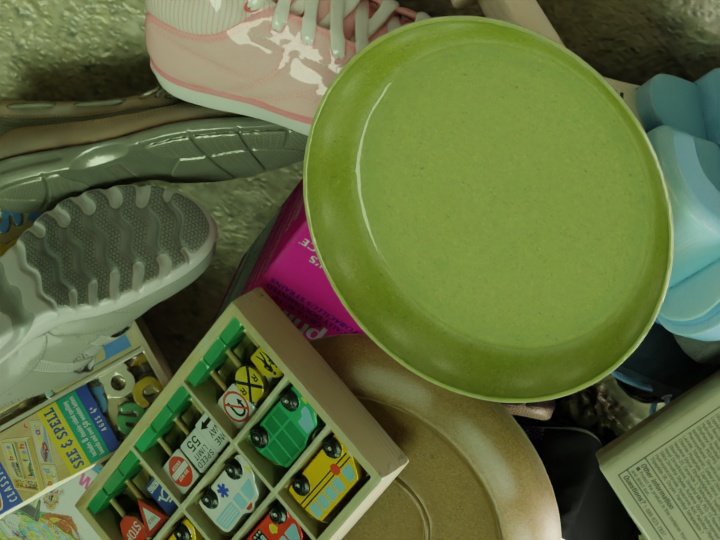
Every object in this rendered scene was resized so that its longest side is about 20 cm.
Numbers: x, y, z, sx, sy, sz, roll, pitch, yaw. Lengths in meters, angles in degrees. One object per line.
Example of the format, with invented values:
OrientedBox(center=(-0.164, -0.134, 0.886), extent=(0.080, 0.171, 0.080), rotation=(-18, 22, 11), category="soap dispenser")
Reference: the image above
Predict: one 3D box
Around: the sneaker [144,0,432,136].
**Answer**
OrientedBox(center=(-0.023, -0.126, 1.510), extent=(0.199, 0.076, 0.105), rotation=(11, 143, 18), category="sneaker")

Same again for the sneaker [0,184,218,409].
OrientedBox(center=(-0.162, 0.019, 1.623), extent=(0.199, 0.075, 0.082), rotation=(-26, 148, 13), category="sneaker")

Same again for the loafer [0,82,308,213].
OrientedBox(center=(-0.113, -0.081, 1.604), extent=(0.199, 0.063, 0.072), rotation=(-11, 158, 12), category="loafer")

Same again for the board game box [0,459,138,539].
OrientedBox(center=(-0.136, 0.191, 1.714), extent=(0.200, 0.034, 0.135), rotation=(36, 110, 15), category="board game box")

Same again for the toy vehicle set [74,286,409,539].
OrientedBox(center=(-0.068, 0.116, 1.605), extent=(0.124, 0.026, 0.200), rotation=(48, 131, 11), category="toy vehicle set")

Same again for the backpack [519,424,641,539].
OrientedBox(center=(0.049, 0.162, 1.731), extent=(0.199, 0.151, 0.178), rotation=(11, 151, 25), category="backpack")

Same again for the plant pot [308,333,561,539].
OrientedBox(center=(0.013, 0.129, 1.600), extent=(0.199, 0.027, 0.201), rotation=(15, 122, 24), category="plant pot")

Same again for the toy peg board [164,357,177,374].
OrientedBox(center=(-0.218, 0.074, 1.779), extent=(0.199, 0.098, 0.200), rotation=(-35, 118, 7), category="toy peg board")

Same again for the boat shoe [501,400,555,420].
OrientedBox(center=(0.083, 0.054, 1.608), extent=(0.072, 0.072, 0.200), rotation=(48, 109, 23), category="boat shoe")

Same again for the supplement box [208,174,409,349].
OrientedBox(center=(0.000, 0.000, 1.614), extent=(0.101, 0.104, 0.200), rotation=(31, 139, -7), category="supplement box")

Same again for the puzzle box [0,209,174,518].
OrientedBox(center=(-0.201, 0.025, 1.673), extent=(0.133, 0.025, 0.201), rotation=(-29, 93, 7), category="puzzle box")

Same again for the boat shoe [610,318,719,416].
OrientedBox(center=(0.159, 0.034, 1.579), extent=(0.068, 0.085, 0.200), rotation=(-34, 134, 27), category="boat shoe")

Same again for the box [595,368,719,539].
OrientedBox(center=(0.227, 0.079, 1.507), extent=(0.199, 0.078, 0.095), rotation=(-33, 90, 3), category="box")

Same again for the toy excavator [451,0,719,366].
OrientedBox(center=(0.140, -0.067, 1.475), extent=(0.199, 0.196, 0.100), rotation=(15, 148, -37), category="toy excavator")

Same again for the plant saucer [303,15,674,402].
OrientedBox(center=(0.066, -0.033, 1.457), extent=(0.199, 0.031, 0.201), rotation=(10, 115, 24), category="plant saucer")
